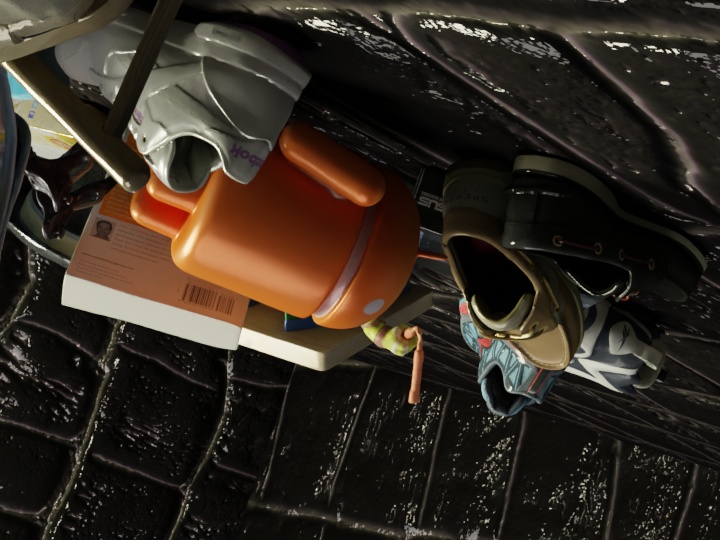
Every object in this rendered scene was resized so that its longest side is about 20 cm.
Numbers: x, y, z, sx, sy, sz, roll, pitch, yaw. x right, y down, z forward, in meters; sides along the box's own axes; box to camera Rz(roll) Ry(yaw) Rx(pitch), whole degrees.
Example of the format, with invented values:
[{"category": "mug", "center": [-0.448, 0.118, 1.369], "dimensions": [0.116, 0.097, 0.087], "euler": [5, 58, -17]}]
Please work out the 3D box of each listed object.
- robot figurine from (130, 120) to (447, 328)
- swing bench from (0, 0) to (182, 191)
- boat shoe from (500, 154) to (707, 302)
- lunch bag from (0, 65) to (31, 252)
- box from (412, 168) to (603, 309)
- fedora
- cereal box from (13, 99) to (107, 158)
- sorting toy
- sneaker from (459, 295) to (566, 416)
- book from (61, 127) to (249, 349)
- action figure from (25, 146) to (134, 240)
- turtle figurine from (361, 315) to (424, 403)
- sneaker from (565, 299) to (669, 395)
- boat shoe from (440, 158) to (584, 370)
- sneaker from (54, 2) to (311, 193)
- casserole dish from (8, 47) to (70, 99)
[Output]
[{"category": "robot figurine", "center": [-0.045, -0.033, 0.901], "dimensions": [0.198, 0.145, 0.117], "euler": [22, -158, -16]}, {"category": "swing bench", "center": [-0.183, -0.147, 0.551], "dimensions": [0.198, 0.131, 0.199], "euler": [22, 176, 25]}, {"category": "boat shoe", "center": [0.160, -0.012, 0.912], "dimensions": [0.073, 0.064, 0.200], "euler": [6, 168, 43]}, {"category": "lunch bag", "center": [-0.307, -0.104, 0.903], "dimensions": [0.168, 0.202, 0.127], "euler": [12, -150, 42]}, {"category": "box", "center": [0.110, -0.017, 1.085], "dimensions": [0.159, 0.044, 0.200], "euler": [20, 174, 1]}, {"category": "fedora", "center": [-0.209, -0.069, 1.191], "dimensions": [0.199, 0.092, 0.201], "euler": [21, -159, -8]}, {"category": "cereal box", "center": [-0.296, -0.135, 1.331], "dimensions": [0.198, 0.040, 0.144], "euler": [17, 173, 29]}, {"category": "sorting toy", "center": [-0.060, 0.008, 1.354], "dimensions": [0.198, 0.070, 0.198], "euler": [16, -155, 30]}, {"category": "sneaker", "center": [0.118, 0.072, 1.168], "dimensions": [0.079, 0.097, 0.200], "euler": [21, 173, -7]}, {"category": "book", "center": [-0.136, -0.037, 1.066], "dimensions": [0.132, 0.201, 0.048], "euler": [16, 133, -4]}, {"category": "action figure", "center": [-0.138, -0.089, 0.989], "dimensions": [0.198, 0.103, 0.119], "euler": [-14, 153, -5]}, {"category": "turtle figurine", "center": [0.000, 0.000, 1.096], "dimensions": [0.064, 0.202, 0.161], "euler": [-20, -168, 5]}, {"category": "sneaker", "center": [0.229, 0.077, 1.342], "dimensions": [0.129, 0.080, 0.199], "euler": [28, 163, -3]}, {"category": "boat shoe", "center": [0.100, 0.013, 0.955], "dimensions": [0.073, 0.067, 0.201], "euler": [-4, 139, 31]}, {"category": "sneaker", "center": [-0.123, -0.104, 0.824], "dimensions": [0.199, 0.101, 0.075], "euler": [16, 174, 40]}, {"category": "casserole dish", "center": [-0.281, -0.168, 1.029], "dimensions": [0.120, 0.039, 0.199], "euler": [23, 173, -29]}]
